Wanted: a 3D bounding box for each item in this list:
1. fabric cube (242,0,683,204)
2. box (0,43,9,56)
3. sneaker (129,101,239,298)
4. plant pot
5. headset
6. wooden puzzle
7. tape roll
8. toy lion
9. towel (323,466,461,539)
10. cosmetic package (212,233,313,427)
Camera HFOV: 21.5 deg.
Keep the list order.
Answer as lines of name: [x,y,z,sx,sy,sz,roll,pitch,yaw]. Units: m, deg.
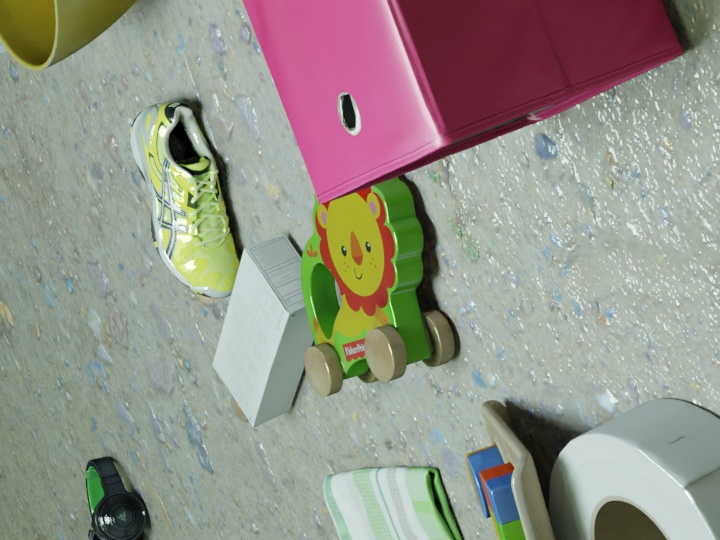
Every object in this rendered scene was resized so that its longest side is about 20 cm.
fabric cube: [0.053,-0.182,1.243,0.196,0.199,0.201,-19,93,63]
box: [-0.435,-0.333,1.986,0.199,0.199,0.172,39,143,43]
sneaker: [-0.166,-0.068,1.838,0.076,0.075,0.201,-20,94,62]
plant pot: [-0.271,-0.304,1.780,0.200,0.141,0.201,38,140,41]
headset: [-0.315,0.329,2.356,0.124,0.093,0.201,106,145,-50]
wooden puzzle: [0.124,0.211,1.463,0.200,0.046,0.187,-102,-5,-79]
tape roll: [0.223,0.196,1.351,0.202,0.070,0.204,40,141,42]
toy lion: [0.000,0.000,1.620,0.200,0.068,0.193,-21,84,62]
towel: [0.035,0.256,1.762,0.200,0.031,0.150,-16,96,62]
cosmetic package: [-0.087,0.060,1.814,0.083,0.050,0.201,56,150,24]
